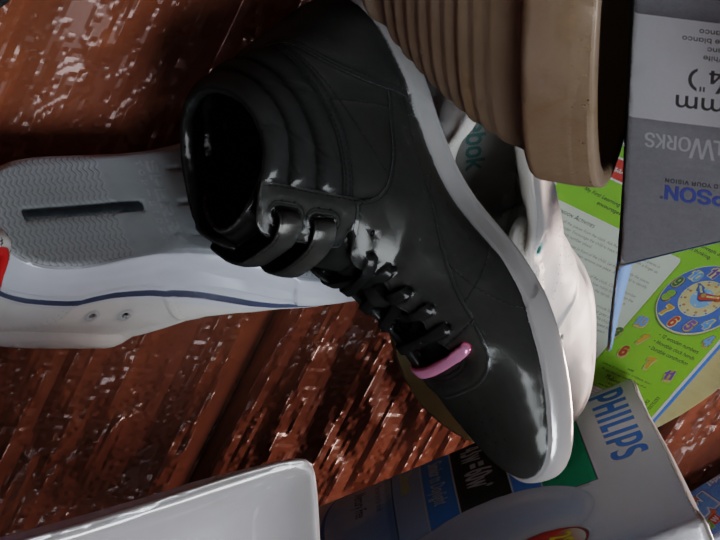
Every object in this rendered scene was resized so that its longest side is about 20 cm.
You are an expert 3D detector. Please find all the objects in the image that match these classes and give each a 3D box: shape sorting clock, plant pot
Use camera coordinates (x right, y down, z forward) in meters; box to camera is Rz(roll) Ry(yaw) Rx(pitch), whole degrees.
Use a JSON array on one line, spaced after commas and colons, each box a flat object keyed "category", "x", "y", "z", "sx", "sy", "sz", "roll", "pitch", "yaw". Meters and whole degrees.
[{"category": "shape sorting clock", "x": 0.105, "y": -0.004, "z": 1.209, "sx": 0.200, "sy": 0.039, "sz": 0.200, "roll": -11, "pitch": 131, "yaw": -14}, {"category": "plant pot", "x": 0.054, "y": -0.134, "z": 0.988, "sx": 0.093, "sy": 0.201, "sz": 0.201, "roll": 8, "pitch": 133, "yaw": 10}]

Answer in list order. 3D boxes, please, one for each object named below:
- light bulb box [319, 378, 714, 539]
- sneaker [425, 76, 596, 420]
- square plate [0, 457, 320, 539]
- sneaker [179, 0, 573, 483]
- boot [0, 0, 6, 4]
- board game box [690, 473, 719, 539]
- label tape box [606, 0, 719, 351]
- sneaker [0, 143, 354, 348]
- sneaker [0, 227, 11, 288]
[{"category": "light bulb box", "x": 0.056, "y": 0.158, "z": 1.152, "sx": 0.200, "sy": 0.198, "sz": 0.125, "roll": -23, "pitch": 103, "yaw": 3}, {"category": "sneaker", "x": 0.053, "y": -0.002, "z": 1.111, "sx": 0.075, "sy": 0.089, "sz": 0.200, "roll": -14, "pitch": 123, "yaw": 1}, {"category": "square plate", "x": -0.106, "y": 0.161, "z": 0.985, "sx": 0.198, "sy": 0.028, "sz": 0.200, "roll": -15, "pitch": 127, "yaw": -15}, {"category": "sneaker", "x": 0.000, "y": 0.000, "z": 1.031, "sx": 0.099, "sy": 0.200, "sz": 0.071, "roll": -26, "pitch": 179, "yaw": -38}, {"category": "boot", "x": -0.089, "y": -0.152, "z": 0.898, "sx": 0.211, "sy": 0.079, "sz": 0.158, "roll": 5, "pitch": 117, "yaw": -26}, {"category": "board game box", "x": 0.171, "y": 0.168, "z": 1.404, "sx": 0.200, "sy": 0.037, "sz": 0.151, "roll": -29, "pitch": 138, "yaw": -17}, {"category": "label tape box", "x": 0.135, "y": -0.087, "z": 1.036, "sx": 0.063, "sy": 0.144, "sz": 0.200, "roll": 7, "pitch": 128, "yaw": 11}, {"category": "sneaker", "x": -0.074, "y": -0.009, "z": 1.072, "sx": 0.200, "sy": 0.073, "sz": 0.071, "roll": 1, "pitch": 150, "yaw": -36}, {"category": "sneaker", "x": -0.198, "y": 0.042, "z": 0.979, "sx": 0.201, "sy": 0.108, "sz": 0.067, "roll": -58, "pitch": 170, "yaw": 19}]
